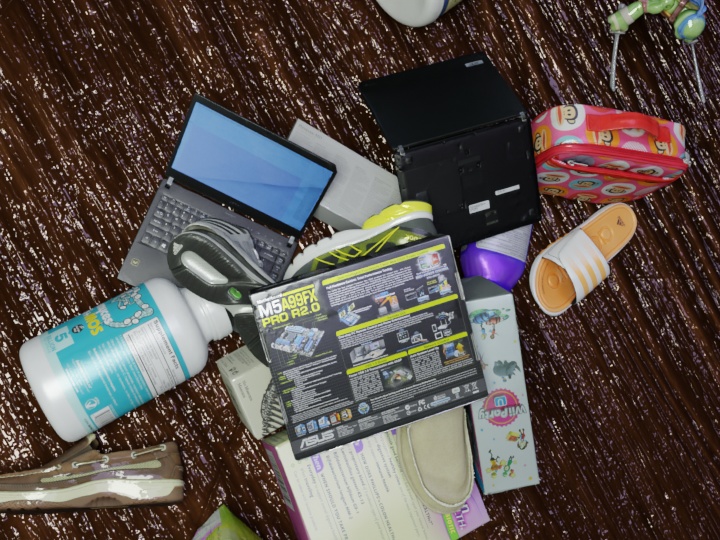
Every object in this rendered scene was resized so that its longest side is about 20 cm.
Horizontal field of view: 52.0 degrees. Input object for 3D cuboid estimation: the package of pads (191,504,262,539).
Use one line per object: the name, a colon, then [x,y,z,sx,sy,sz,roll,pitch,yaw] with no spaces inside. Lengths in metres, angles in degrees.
package of pads: [-0.102,0.317,0.725,0.154,0.200,0.068,44,77,-6]

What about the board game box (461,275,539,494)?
board game box: [0.136,0.118,0.817,0.063,0.148,0.204,-11,97,-1]

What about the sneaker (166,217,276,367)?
sneaker: [-0.102,0.016,0.770,0.075,0.116,0.200,-40,105,20]

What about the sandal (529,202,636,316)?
sandal: [0.305,-0.027,0.976,0.206,0.059,0.080,-41,95,-18]

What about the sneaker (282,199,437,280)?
sneaker: [0.000,0.000,0.807,0.198,0.074,0.086,-30,67,18]

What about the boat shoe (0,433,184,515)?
boat shoe: [-0.283,0.206,0.759,0.198,0.075,0.076,4,67,-23]

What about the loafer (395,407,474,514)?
loafer: [0.075,0.155,0.771,0.074,0.068,0.204,-13,86,-18]

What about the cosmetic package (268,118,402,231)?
cosmetic package: [-0.011,-0.091,0.890,0.198,0.051,0.084,29,73,-12]

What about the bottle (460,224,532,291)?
bottle: [0.168,-0.020,0.929,0.082,0.065,0.204,15,78,-11]

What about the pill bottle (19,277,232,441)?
pill bottle: [-0.235,0.080,0.765,0.198,0.111,0.112,-28,91,-20]

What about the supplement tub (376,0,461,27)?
supplement tub: [0.110,-0.417,0.926,0.199,0.144,0.145,-39,94,-18]

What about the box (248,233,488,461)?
box: [0.009,0.070,0.702,0.196,0.044,0.163,-17,96,-7]

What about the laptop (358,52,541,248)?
laptop: [0.108,-0.142,0.892,0.174,0.103,0.204,-17,109,-13]

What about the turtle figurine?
turtle figurine: [0.414,-0.364,1.052,0.141,0.201,0.197,-8,59,10]

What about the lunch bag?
lunch bag: [0.305,-0.150,0.932,0.196,0.176,0.084,5,77,-15]

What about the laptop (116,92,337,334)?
laptop: [-0.147,-0.052,0.815,0.175,0.103,0.203,25,76,-12]

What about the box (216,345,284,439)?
box: [-0.054,0.098,0.832,0.198,0.068,0.083,-29,111,-18]

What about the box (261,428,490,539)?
box: [0.015,0.234,0.829,0.197,0.097,0.179,-22,89,-18]
